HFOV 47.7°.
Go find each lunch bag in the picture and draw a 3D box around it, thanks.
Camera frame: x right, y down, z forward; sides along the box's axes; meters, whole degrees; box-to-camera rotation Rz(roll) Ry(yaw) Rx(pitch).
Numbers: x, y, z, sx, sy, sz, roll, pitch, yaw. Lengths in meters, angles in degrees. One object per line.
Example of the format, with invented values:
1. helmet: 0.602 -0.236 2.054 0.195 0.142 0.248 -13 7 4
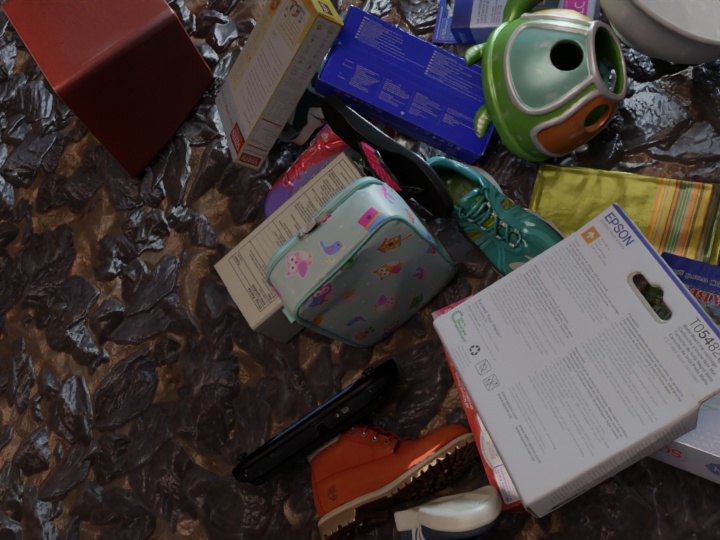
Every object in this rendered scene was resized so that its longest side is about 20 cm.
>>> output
1. lunch bag: 0.000 0.000 0.833 0.160 0.200 0.077 -40 60 10

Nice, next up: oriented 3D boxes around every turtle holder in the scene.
1. turtle holder: 0.200 -0.209 0.838 0.131 0.141 0.187 -14 50 46

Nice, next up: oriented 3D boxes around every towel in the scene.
1. towel: 0.270 -0.060 0.832 0.198 0.018 0.087 12 78 28

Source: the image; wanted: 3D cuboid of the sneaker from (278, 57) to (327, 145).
1. sneaker: -0.086 -0.227 1.014 0.130 0.079 0.200 -51 48 17

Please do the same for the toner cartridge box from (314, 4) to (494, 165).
1. toner cartridge box: 0.058 -0.204 0.904 0.199 0.043 0.096 25 79 -4

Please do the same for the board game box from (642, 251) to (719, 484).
1. board game box: 0.324 0.088 0.697 0.199 0.041 0.200 17 54 28

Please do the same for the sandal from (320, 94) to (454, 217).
1. sandal: 0.019 -0.113 0.872 0.045 0.075 0.200 -42 67 -17

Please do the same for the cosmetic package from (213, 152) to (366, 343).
1. cosmetic package: -0.053 -0.023 0.930 0.200 0.087 0.104 -39 63 8

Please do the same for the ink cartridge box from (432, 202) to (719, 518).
1. ink cartridge box: 0.184 0.070 0.684 0.199 0.041 0.200 -34 48 11

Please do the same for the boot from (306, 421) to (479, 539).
1. boot: 0.027 0.188 0.829 0.199 0.075 0.108 -32 56 20

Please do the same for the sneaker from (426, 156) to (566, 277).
1. sneaker: 0.135 -0.051 0.850 0.200 0.079 0.078 44 102 33

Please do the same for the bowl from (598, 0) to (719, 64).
1. bowl: 0.313 -0.279 0.820 0.199 0.090 0.203 6 64 -13

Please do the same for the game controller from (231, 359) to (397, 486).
1. game controller: -0.046 0.157 0.861 0.199 0.104 0.042 -35 95 10

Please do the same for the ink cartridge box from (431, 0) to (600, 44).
1. ink cartridge box: 0.180 -0.327 0.949 0.198 0.042 0.120 4 75 28

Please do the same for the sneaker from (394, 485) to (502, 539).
1. sneaker: 0.087 0.248 0.733 0.074 0.200 0.085 -14 75 -13

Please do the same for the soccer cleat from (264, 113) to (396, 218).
1. soccer cleat: -0.045 -0.134 0.967 0.199 0.076 0.067 -37 60 8

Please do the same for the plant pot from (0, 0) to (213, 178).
1. plant pot: -0.317 -0.284 1.088 0.176 0.200 0.200 -36 61 -5

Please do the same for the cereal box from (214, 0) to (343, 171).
1. cereal box: -0.100 -0.235 0.940 0.201 0.039 0.144 -54 38 28

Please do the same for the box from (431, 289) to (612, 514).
1. box: 0.154 0.120 0.782 0.099 0.095 0.201 -24 65 14
